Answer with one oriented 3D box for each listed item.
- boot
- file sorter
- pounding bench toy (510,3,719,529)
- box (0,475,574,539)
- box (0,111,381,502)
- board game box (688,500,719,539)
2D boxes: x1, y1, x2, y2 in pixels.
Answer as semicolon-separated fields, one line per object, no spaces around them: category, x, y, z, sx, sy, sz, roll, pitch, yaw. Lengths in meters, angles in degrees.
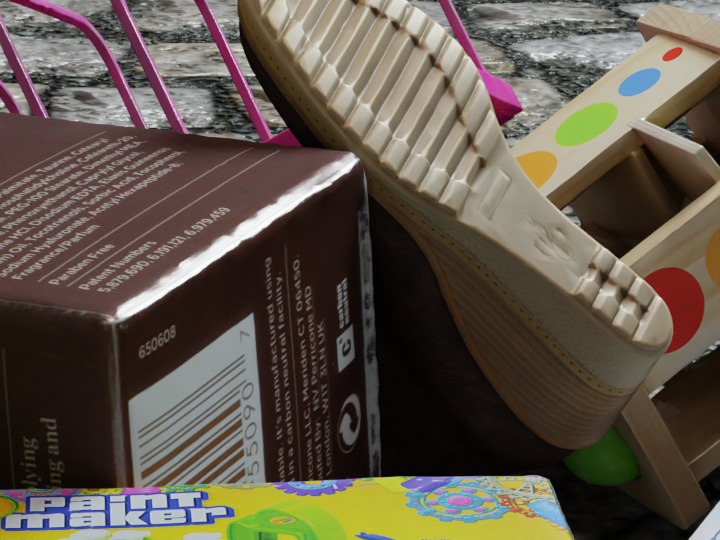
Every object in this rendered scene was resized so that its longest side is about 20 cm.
boot;0.000;0.000;1.015;0.072;0.200;0.166;-48;5;-41
file sorter;-0.063;-0.075;1.114;0.199;0.126;0.139;-28;-9;12
pounding bench toy;0.132;0.029;1.131;0.156;0.201;0.124;-38;27;-12
box;-0.035;0.144;0.741;0.199;0.123;0.193;-1;18;-5
box;-0.116;0.051;0.929;0.199;0.167;0.164;8;23;25
board game box;0.202;0.122;0.951;0.199;0.044;0.199;9;18;22
